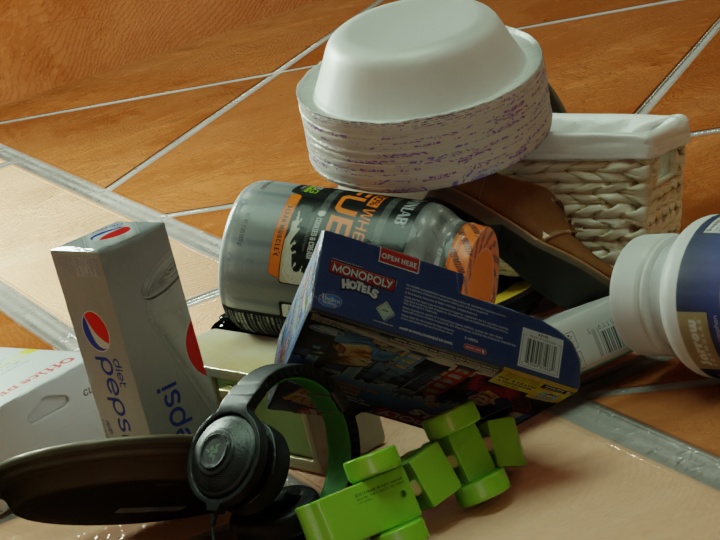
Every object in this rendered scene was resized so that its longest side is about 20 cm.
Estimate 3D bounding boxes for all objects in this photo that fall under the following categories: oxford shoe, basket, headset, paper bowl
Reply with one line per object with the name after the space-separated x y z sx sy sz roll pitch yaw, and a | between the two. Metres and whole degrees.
0.149 -0.027 1.807 0.071 0.200 0.071 -56 -1 -28 | oxford shoe
0.164 -0.064 1.899 0.200 0.124 0.136 3 11 21 | basket
-0.078 0.150 1.518 0.094 0.124 0.200 -3 40 41 | headset
0.048 -0.149 1.822 0.200 0.105 0.201 -10 26 5 | paper bowl

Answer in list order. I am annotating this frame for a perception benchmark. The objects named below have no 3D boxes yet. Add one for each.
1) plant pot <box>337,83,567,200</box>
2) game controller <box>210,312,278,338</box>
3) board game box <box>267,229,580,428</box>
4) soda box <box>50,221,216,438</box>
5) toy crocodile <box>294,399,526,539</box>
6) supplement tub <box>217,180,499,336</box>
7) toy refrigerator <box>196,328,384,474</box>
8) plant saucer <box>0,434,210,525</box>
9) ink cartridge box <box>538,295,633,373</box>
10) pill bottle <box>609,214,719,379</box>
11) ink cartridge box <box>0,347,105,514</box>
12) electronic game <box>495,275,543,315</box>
0.078 -0.087 2.109 0.173 0.200 0.200 -24 7 40 | plant pot
-0.029 0.019 1.938 0.200 0.042 0.104 -27 8 -27 | game controller
0.022 0.058 1.587 0.200 0.062 0.200 18 -24 -19 | board game box
-0.164 0.066 1.724 0.068 0.200 0.063 -26 18 -38 | soda box
0.037 0.141 1.526 0.200 0.068 0.062 -25 -1 -38 | toy crocodile
0.000 0.000 1.780 0.200 0.123 0.123 8 23 18 | supplement tub
-0.075 0.099 1.759 0.070 0.076 0.200 -25 19 -33 | toy refrigerator
-0.158 0.149 1.594 0.200 0.030 0.200 -6 -15 -2 | plant saucer
0.118 0.072 1.761 0.161 0.050 0.200 -22 -2 -27 | ink cartridge box
0.282 0.019 1.618 0.200 0.120 0.120 0 21 45 | pill bottle
-0.312 0.127 1.870 0.200 0.084 0.145 0 22 44 | ink cartridge box
0.062 0.031 1.908 0.200 0.042 0.200 -15 11 3 | electronic game
